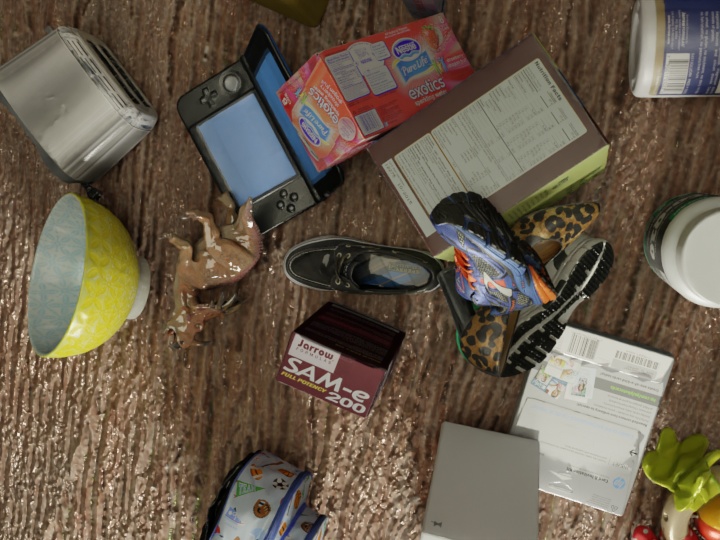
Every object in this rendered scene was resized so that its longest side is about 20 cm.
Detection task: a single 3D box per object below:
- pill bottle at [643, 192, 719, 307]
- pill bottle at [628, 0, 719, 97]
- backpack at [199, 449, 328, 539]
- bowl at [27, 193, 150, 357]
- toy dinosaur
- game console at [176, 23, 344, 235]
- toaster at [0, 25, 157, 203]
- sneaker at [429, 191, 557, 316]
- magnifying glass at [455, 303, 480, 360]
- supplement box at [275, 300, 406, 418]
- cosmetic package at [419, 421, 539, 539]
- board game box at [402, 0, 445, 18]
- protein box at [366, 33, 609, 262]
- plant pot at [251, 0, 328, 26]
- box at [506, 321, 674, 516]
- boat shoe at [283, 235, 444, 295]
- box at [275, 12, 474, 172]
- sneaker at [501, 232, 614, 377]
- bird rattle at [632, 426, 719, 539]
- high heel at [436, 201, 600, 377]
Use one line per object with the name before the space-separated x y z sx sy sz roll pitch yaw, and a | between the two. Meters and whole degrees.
pill bottle | 0.368 -0.023 0.937 0.113 0.200 0.114 1 96 9
pill bottle | 0.396 -0.242 0.952 0.199 0.111 0.112 2 97 9
backpack | -0.125 0.319 1.073 0.153 0.200 0.191 17 93 2
bowl | -0.323 0.014 1.092 0.107 0.200 0.201 13 102 -36
toy dinosaur | -0.170 -0.007 1.078 0.200 0.086 0.136 -38 90 21
game console | -0.123 -0.155 1.043 0.170 0.118 0.201 -28 91 13
toaster | -0.339 -0.197 1.080 0.129 0.114 0.200 -37 88 9
sneaker | 0.119 -0.003 0.850 0.078 0.200 0.076 -34 48 17
magnifying glass | 0.175 0.022 1.068 0.079 0.022 0.201 21 101 6
supplement box | -0.016 0.095 1.014 0.108 0.200 0.061 22 100 7
cosmetic package | 0.124 0.314 0.993 0.122 0.200 0.201 9 116 8
board game box | 0.079 -0.383 0.943 0.041 0.200 0.201 10 99 8
protein box | 0.143 -0.119 0.957 0.200 0.198 0.135 -33 81 11
plant pot | -0.116 -0.407 0.973 0.195 0.200 0.195 25 100 5
box | 0.264 0.171 1.058 0.155 0.041 0.201 16 98 8
boat shoe | 0.000 0.000 1.069 0.199 0.066 0.070 8 98 8
box | 0.023 -0.197 0.970 0.095 0.200 0.103 -26 93 52
sneaker | 0.201 0.035 1.020 0.200 0.080 0.074 -49 131 0
bird rattle | 0.395 0.291 1.025 0.162 0.113 0.201 3 101 -7
high heel | 0.187 0.020 0.949 0.200 0.071 0.143 -31 54 17
